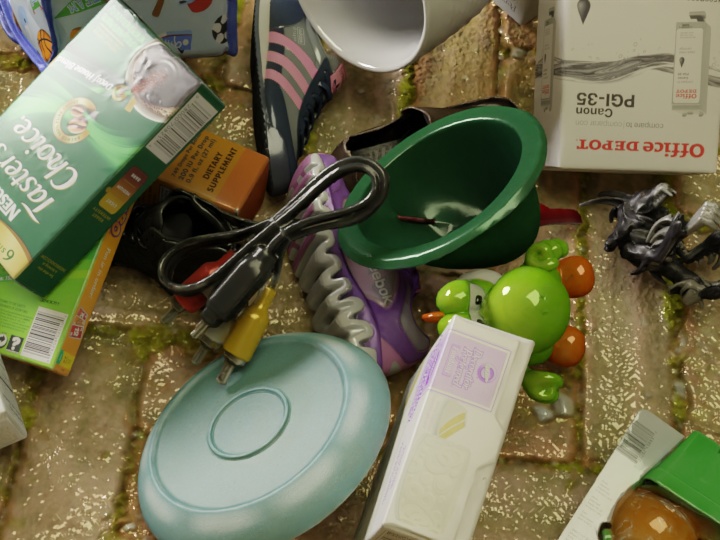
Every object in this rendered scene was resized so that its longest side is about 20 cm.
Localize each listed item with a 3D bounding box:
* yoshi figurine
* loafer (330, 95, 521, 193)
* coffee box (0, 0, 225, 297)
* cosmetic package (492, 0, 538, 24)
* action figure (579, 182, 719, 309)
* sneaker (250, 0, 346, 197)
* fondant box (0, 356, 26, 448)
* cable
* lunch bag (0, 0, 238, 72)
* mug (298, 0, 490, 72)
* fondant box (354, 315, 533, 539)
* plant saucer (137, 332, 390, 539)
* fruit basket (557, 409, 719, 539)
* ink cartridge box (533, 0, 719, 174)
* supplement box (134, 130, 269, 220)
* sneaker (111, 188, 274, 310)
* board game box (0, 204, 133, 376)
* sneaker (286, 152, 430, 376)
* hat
[{"bbox_3d":[0.129,0.033,1.161,0.112,0.112,0.200,53,22,18],"label":"yoshi figurine"},{"bbox_3d":[0.061,-0.102,1.312,0.200,0.071,0.073,-22,65,-22],"label":"loafer"},{"bbox_3d":[-0.208,-0.092,1.157,0.200,0.044,0.123,-45,61,2],"label":"coffee box"},{"bbox_3d":[0.133,-0.370,1.415,0.199,0.200,0.123,43,63,16],"label":"cosmetic package"},{"bbox_3d":[0.279,-0.016,1.278,0.200,0.102,0.119,44,29,14],"label":"action figure"},{"bbox_3d":[-0.050,-0.151,1.323,0.082,0.070,0.200,1,60,-8],"label":"sneaker"},{"bbox_3d":[-0.343,0.054,1.130,0.144,0.058,0.200,-23,63,-6],"label":"fondant box"},{"bbox_3d":[-0.068,-0.017,1.144,0.200,0.050,0.097,-46,75,0],"label":"cable"},{"bbox_3d":[-0.211,-0.242,1.305,0.170,0.124,0.200,-9,30,-25],"label":"lunch bag"},{"bbox_3d":[0.041,-0.292,1.315,0.175,0.147,0.200,-39,111,-36],"label":"mug"},{"bbox_3d":[0.051,0.127,1.068,0.058,0.200,0.145,21,73,-2],"label":"fondant box"},{"bbox_3d":[-0.075,0.115,1.113,0.200,0.027,0.200,-18,40,16],"label":"plant saucer"},{"bbox_3d":[0.234,0.229,1.147,0.185,0.094,0.200,32,74,10],"label":"fruit basket"},{"bbox_3d":[0.229,-0.181,1.326,0.146,0.083,0.201,1,95,-10],"label":"ink cartridge box"},{"bbox_3d":[-0.177,-0.089,1.263,0.200,0.069,0.067,22,56,7],"label":"supplement box"},{"bbox_3d":[-0.155,-0.031,1.208,0.199,0.104,0.060,24,57,4],"label":"sneaker"},{"bbox_3d":[-0.227,-0.027,1.180,0.095,0.030,0.200,13,79,26],"label":"board game box"},{"bbox_3d":[0.000,0.000,1.236,0.088,0.081,0.201,-8,70,-23],"label":"sneaker"},{"bbox_3d":[0.106,-0.014,1.213,0.200,0.176,0.166,-38,34,-8],"label":"hat"}]
